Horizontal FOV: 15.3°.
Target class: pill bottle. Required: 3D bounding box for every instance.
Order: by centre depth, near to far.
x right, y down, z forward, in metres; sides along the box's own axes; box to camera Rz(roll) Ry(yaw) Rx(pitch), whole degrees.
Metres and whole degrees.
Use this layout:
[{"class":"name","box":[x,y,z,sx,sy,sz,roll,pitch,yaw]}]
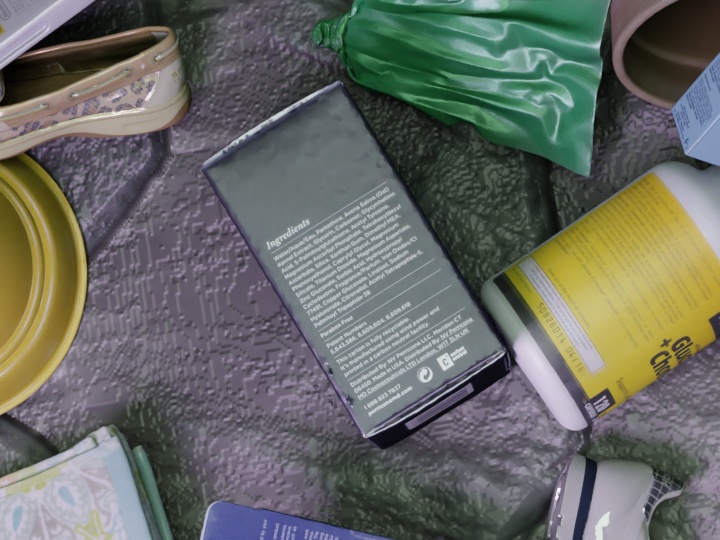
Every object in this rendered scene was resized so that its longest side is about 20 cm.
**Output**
[{"class":"pill bottle","box":[0.182,0.003,1.671,0.200,0.112,0.112,-34,83,1]}]

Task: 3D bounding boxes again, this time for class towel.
[{"class":"towel","box":[-0.192,0.216,1.681,0.171,0.048,0.201,-25,67,11]}]

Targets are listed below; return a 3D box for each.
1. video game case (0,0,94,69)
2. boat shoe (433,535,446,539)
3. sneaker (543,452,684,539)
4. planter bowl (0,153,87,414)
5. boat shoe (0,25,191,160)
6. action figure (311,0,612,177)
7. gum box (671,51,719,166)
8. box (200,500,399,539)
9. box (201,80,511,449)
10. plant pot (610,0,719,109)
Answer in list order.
[{"class":"video game case","box":[-0.277,-0.193,1.726,0.182,0.023,0.200,-36,55,0]},{"class":"boat shoe","box":[-0.026,0.228,1.683,0.199,0.072,0.068,-25,85,-1]},{"class":"sneaker","box":[0.150,0.217,1.674,0.080,0.076,0.201,11,86,-4]},{"class":"planter bowl","box":[-0.281,0.000,1.720,0.199,0.083,0.201,0,83,4]},{"class":"boat shoe","box":[-0.211,-0.120,1.725,0.199,0.063,0.073,-10,42,-4]},{"class":"action figure","box":[0.062,-0.138,1.717,0.199,0.055,0.119,13,109,17]},{"class":"gum box","box":[0.309,-0.125,1.574,0.169,0.200,0.045,16,43,-27]},{"class":"box","box":[-0.010,0.219,1.634,0.199,0.032,0.122,14,76,-7]},{"class":"box","box":[0.000,0.000,1.667,0.104,0.148,0.200,-31,83,0]},{"class":"plant pot","box":[0.247,-0.214,1.666,0.199,0.200,0.174,-6,67,3]}]
